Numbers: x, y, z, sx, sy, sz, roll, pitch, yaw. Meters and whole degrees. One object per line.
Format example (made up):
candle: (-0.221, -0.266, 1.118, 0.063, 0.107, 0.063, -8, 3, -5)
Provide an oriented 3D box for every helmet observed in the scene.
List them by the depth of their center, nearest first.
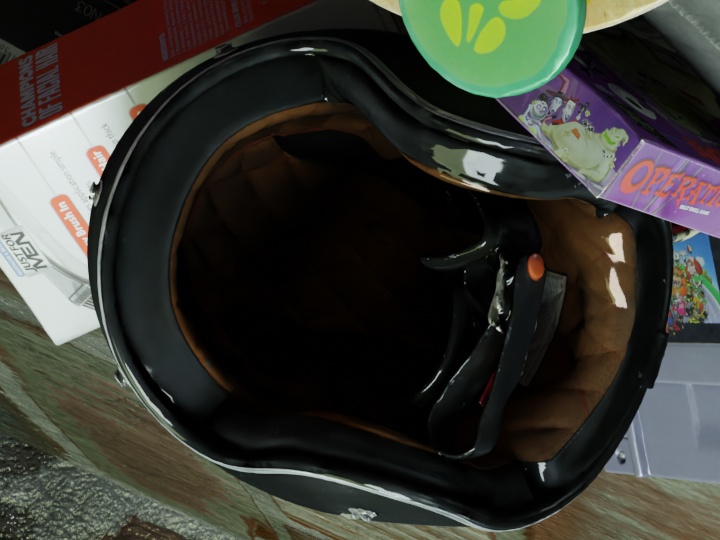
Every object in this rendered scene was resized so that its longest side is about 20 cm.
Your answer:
helmet: (0.000, 0.000, 0.794, 0.190, 0.200, 0.200, 19, 164, 35)

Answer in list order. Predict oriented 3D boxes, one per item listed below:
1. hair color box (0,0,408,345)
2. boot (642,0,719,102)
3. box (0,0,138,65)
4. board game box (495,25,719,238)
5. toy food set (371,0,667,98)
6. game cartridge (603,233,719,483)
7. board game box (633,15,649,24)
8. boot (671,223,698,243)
hair color box: (-0.069, -0.059, 0.895, 0.064, 0.200, 0.111, -105, -11, -49)
boot: (0.140, -0.082, 0.634, 0.200, 0.073, 0.182, 43, 169, -35)
box: (-0.123, -0.086, 1.021, 0.200, 0.132, 0.115, 28, 166, -7)
board game box: (0.108, -0.052, 0.749, 0.200, 0.032, 0.120, 14, -148, -51)
toy food set: (0.030, -0.151, 0.520, 0.198, 0.049, 0.200, 40, 125, 15)
game cartridge: (0.171, 0.038, 0.997, 0.200, 0.038, 0.130, -2, 105, 60)
board game box: (0.128, -0.125, 0.695, 0.095, 0.030, 0.200, 22, 162, 14)
boot: (0.050, -0.024, 0.927, 0.203, 0.074, 0.154, -13, 180, -28)
